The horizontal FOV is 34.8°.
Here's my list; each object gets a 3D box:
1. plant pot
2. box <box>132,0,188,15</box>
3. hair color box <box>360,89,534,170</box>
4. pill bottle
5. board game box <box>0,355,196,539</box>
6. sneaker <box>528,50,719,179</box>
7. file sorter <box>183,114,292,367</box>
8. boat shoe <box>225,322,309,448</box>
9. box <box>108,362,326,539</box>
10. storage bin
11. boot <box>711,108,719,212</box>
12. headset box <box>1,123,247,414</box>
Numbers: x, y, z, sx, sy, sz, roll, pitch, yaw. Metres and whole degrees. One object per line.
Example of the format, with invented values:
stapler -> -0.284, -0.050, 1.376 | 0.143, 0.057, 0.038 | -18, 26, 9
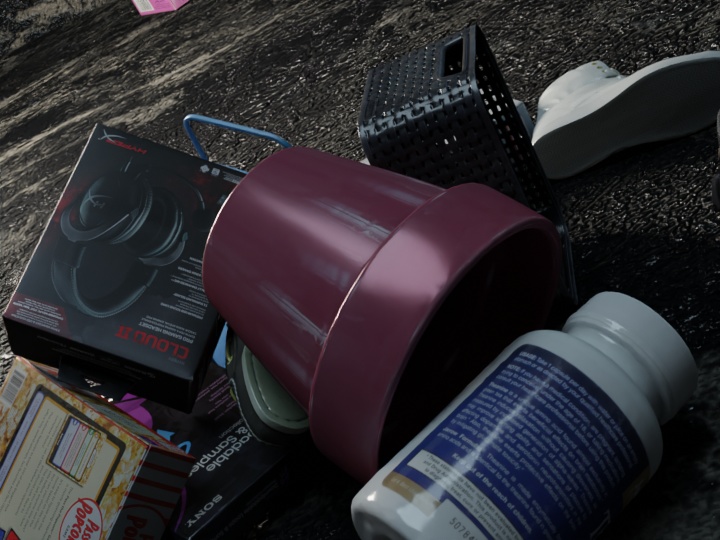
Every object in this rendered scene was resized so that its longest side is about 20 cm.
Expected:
plant pot -> 0.003, 0.015, 0.742 | 0.178, 0.201, 0.200 | 32, 60, 26
box -> -0.402, -0.665, 2.554 | 0.200, 0.097, 0.175 | -44, 29, -24
hair color box -> 0.065, -0.094, 1.102 | 0.199, 0.061, 0.099 | -34, 27, -6
pill bottle -> 0.099, 0.106, 0.653 | 0.200, 0.111, 0.111 | -41, 28, -21
board game box -> -0.220, 0.165, 0.833 | 0.199, 0.046, 0.152 | 22, 86, 45
sneaker -> 0.244, -0.163, 1.025 | 0.199, 0.074, 0.116 | -19, 31, 23
file sorter -> -0.142, -0.024, 1.032 | 0.138, 0.123, 0.201 | 17, 61, 28
boat shoe -> -0.066, 0.072, 0.856 | 0.061, 0.071, 0.202 | -56, 19, 23
box -> -0.130, 0.135, 0.875 | 0.199, 0.036, 0.143 | 17, 46, 43
storage bin -> 0.084, -0.064, 0.866 | 0.093, 0.201, 0.136 | -21, 27, 18
boot -> 0.254, -0.011, 0.660 | 0.070, 0.147, 0.200 | -24, 27, 7
headset box -> -0.172, 0.006, 0.886 | 0.148, 0.077, 0.201 | 19, 61, 1
